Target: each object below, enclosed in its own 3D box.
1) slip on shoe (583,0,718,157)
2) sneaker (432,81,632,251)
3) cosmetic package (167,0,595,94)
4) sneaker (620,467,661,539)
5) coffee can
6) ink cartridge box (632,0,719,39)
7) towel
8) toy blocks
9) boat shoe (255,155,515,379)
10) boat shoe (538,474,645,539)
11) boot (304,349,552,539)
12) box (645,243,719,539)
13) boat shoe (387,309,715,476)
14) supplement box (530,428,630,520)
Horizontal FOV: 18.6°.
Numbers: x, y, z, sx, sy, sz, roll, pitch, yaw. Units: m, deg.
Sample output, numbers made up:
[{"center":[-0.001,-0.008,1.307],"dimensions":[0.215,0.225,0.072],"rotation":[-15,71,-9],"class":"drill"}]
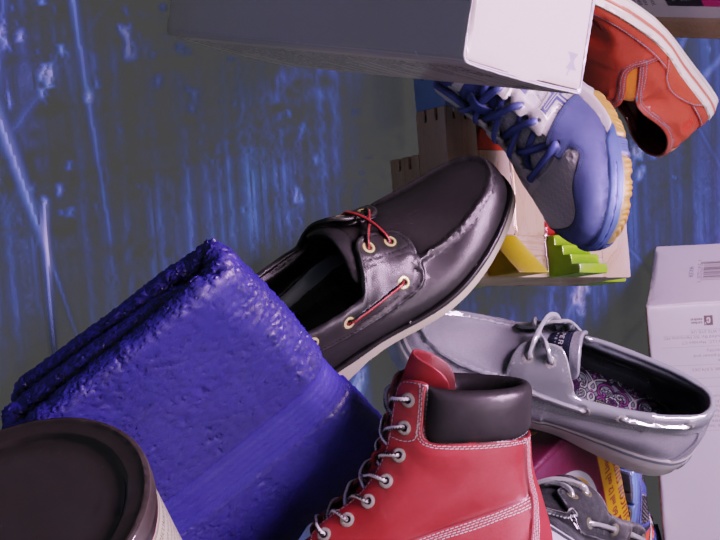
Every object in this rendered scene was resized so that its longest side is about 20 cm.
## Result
[{"center":[0.163,-0.136,1.415],"dimensions":[0.061,0.074,0.200],"rotation":[-54,136,-3],"class":"slip on shoe"},{"center":[0.083,-0.093,1.232],"dimensions":[0.088,0.200,0.075],"rotation":[0,142,-32],"class":"sneaker"},{"center":[0.009,-0.138,1.116],"dimensions":[0.103,0.200,0.073],"rotation":[8,90,-52],"class":"cosmetic package"},{"center":[0.166,0.175,1.482],"dimensions":[0.078,0.075,0.201],"rotation":[-41,135,-50],"class":"sneaker"},{"center":[-0.132,0.192,1.041],"dimensions":[0.146,0.146,0.200],"rotation":[-49,132,-34],"class":"coffee can"},{"center":[0.207,-0.235,1.372],"dimensions":[0.075,0.164,0.200],"rotation":[-59,136,-25],"class":"ink cartridge box"},{"center":[-0.080,0.081,1.132],"dimensions":[0.148,0.050,0.200],"rotation":[-39,135,0],"class":"towel"},{"center":[0.090,-0.061,1.329],"dimensions":[0.200,0.100,0.137],"rotation":[1,83,-42],"class":"toy blocks"},{"center":[0.002,0.001,1.196],"dimensions":[0.201,0.074,0.063],"rotation":[-38,136,-12],"class":"boat shoe"},{"center":[0.109,0.153,1.272],"dimensions":[0.200,0.072,0.071],"rotation":[36,58,-56],"class":"boat shoe"},{"center":[-0.004,0.116,1.137],"dimensions":[0.199,0.072,0.145],"rotation":[-10,105,-5],"class":"boot"},{"center":[0.252,0.094,1.507],"dimensions":[0.124,0.097,0.201],"rotation":[-62,147,-69],"class":"box"},{"center":[0.117,0.057,1.310],"dimensions":[0.072,0.200,0.070],"rotation":[119,-11,-46],"class":"boat shoe"},{"center":[0.074,0.166,1.343],"dimensions":[0.200,0.085,0.111],"rotation":[-39,125,-40],"class":"supplement box"}]
